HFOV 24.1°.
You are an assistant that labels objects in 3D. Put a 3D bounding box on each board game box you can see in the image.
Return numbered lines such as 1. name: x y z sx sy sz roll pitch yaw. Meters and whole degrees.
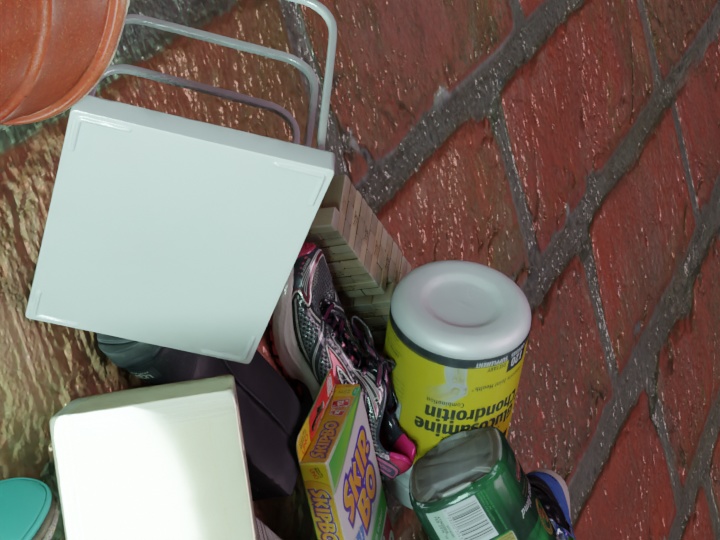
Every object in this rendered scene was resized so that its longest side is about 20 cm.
1. board game box: -0.007 0.178 1.253 0.096 0.030 0.201 -65 146 -54

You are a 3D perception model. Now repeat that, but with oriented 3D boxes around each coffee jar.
1. coffee jar: 0.115 0.227 1.296 0.201 0.085 0.104 62 10 -17

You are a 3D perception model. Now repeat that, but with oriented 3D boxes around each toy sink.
1. toy sink: -0.105 0.169 0.976 0.130 0.111 0.201 172 -90 -86

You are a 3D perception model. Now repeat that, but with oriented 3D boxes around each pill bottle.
1. pill bottle: 0.069 0.099 1.364 0.112 0.111 0.201 -64 165 -49

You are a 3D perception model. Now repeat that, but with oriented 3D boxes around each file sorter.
1. file sorter: -0.102 -0.060 0.971 0.200 0.138 0.125 117 -17 -52

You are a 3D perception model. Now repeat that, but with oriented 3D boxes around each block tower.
1. block tower: 0.000 0.000 1.371 0.200 0.054 0.058 52 38 -48

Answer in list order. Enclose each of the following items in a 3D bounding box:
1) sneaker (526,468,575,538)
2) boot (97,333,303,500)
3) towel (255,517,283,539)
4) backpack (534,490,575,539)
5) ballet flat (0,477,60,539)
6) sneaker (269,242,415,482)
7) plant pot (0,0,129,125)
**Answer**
1. sneaker: 0.184 0.298 1.646 0.111 0.076 0.201 0 79 -71
2. boot: -0.091 0.042 1.150 0.200 0.065 0.166 51 48 -44
3. towel: -0.052 0.248 1.144 0.200 0.034 0.193 47 23 -51
4. backpack: 0.135 0.313 1.440 0.200 0.153 0.164 -65 169 -46
5. ballet flat: -0.219 0.182 0.861 0.200 0.068 0.068 -46 143 -53
6. sneaker: -0.013 0.070 1.300 0.081 0.074 0.201 -51 128 -57
7. plant pot: -0.241 -0.129 0.757 0.195 0.200 0.202 -40 119 -52
